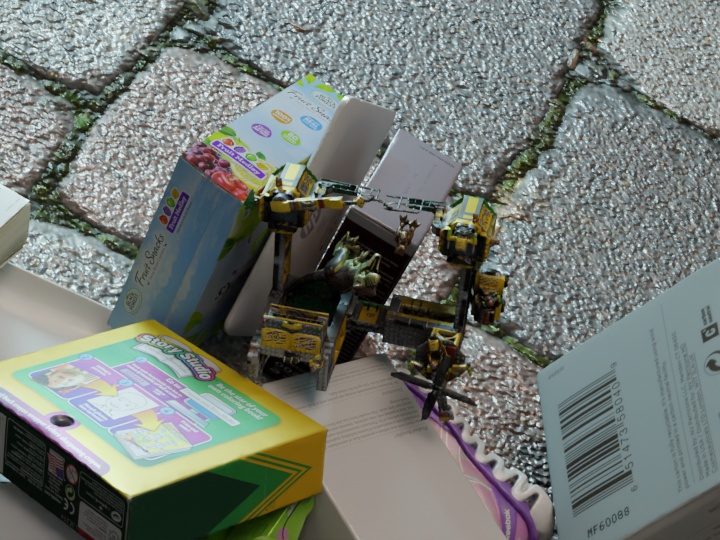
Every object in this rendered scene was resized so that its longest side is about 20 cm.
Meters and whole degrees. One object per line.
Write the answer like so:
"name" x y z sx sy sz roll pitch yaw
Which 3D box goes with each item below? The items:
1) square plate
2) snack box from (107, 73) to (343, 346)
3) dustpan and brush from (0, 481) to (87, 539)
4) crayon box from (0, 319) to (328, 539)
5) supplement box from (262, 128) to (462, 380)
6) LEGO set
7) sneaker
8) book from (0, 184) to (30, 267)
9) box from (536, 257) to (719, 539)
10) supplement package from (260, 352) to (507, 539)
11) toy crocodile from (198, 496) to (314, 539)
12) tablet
"square plate" -0.273 0.074 1.602 0.199 0.029 0.199 25 43 -6
"snack box" -0.092 -0.040 1.680 0.067 0.169 0.200 36 34 12
"dustpan and brush" -0.184 0.206 1.467 0.198 0.057 0.140 -6 52 21
"crayon box" -0.151 0.113 1.510 0.172 0.059 0.199 -15 32 -40
"supplement box" 0.000 0.000 1.689 0.061 0.201 0.109 30 43 1
"LEGO set" 0.002 0.018 1.541 0.198 0.155 0.116 17 32 2
"sneaker" 0.051 0.156 1.670 0.200 0.081 0.088 41 52 10
"book" -0.363 -0.047 1.624 0.199 0.048 0.134 30 47 17
"box" 0.267 0.143 1.676 0.171 0.199 0.200 33 36 -34
"supplement package" 0.002 0.182 1.584 0.121 0.120 0.201 -12 57 -37
"toy crocodile" -0.093 0.231 1.491 0.062 0.067 0.201 54 55 -35
"tablet" -0.037 -0.039 1.686 0.014 0.201 0.130 29 7 15
